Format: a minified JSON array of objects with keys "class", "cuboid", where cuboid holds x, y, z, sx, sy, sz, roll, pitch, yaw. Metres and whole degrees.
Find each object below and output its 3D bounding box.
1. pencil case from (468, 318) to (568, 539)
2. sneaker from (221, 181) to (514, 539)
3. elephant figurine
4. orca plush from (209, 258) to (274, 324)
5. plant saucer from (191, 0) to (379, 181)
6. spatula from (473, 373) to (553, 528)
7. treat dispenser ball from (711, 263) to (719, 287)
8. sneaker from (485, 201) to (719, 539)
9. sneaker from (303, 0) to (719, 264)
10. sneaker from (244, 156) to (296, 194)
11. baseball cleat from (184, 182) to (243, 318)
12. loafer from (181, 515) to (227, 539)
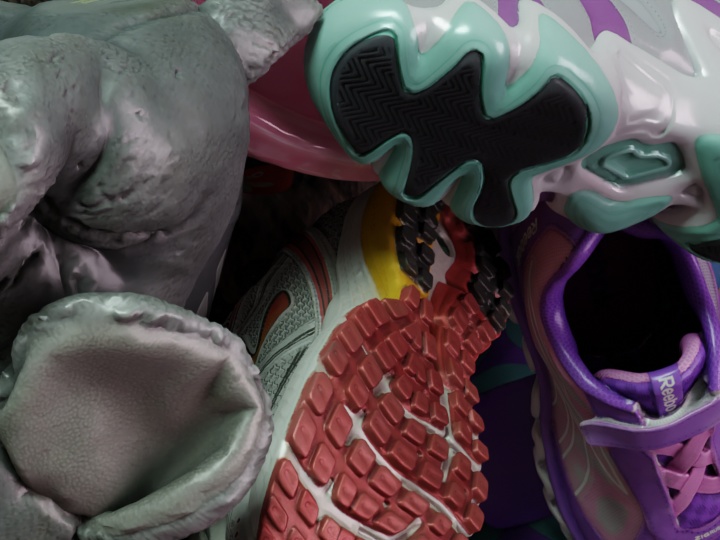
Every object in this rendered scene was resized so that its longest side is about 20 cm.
[{"class":"pencil case","cuboid":[0.068,0.095,1.059,0.200,0.085,0.093,-93,156,-50]},{"class":"sneaker","cuboid":[-0.007,0.044,0.841,0.078,0.082,0.200,53,27,-18]},{"class":"elephant figurine","cuboid":[-0.094,0.030,0.744,0.142,0.154,0.201,-45,132,-70]},{"class":"orca plush","cuboid":[0.000,0.000,0.988,0.200,0.105,0.071,13,111,-53]},{"class":"plant saucer","cuboid":[-0.031,-0.116,0.870,0.200,0.051,0.201,21,54,-32]},{"class":"spatula","cuboid":[0.005,0.089,0.966,0.021,0.199,0.057,36,-33,67]},{"class":"treat dispenser ball","cuboid":[0.102,-0.089,1.030,0.201,0.200,0.202,4,90,-68]},{"class":"sneaker","cuboid":[0.098,0.044,0.922,0.088,0.080,0.201,-129,-164,-69]},{"class":"sneaker","cuboid":[0.062,-0.082,0.852,0.199,0.078,0.140,16,47,-32]},{"class":"sneaker","cuboid":[-0.019,-0.115,0.986,0.085,0.075,0.200,72,37,-54]},{"class":"baseball cleat","cuboid":[-0.084,0.033,0.874,0.107,0.069,0.201,80,27,-64]},{"class":"loafer","cuboid":[-0.031,0.088,0.893,0.200,0.063,0.072,-106,-150,-71]}]
